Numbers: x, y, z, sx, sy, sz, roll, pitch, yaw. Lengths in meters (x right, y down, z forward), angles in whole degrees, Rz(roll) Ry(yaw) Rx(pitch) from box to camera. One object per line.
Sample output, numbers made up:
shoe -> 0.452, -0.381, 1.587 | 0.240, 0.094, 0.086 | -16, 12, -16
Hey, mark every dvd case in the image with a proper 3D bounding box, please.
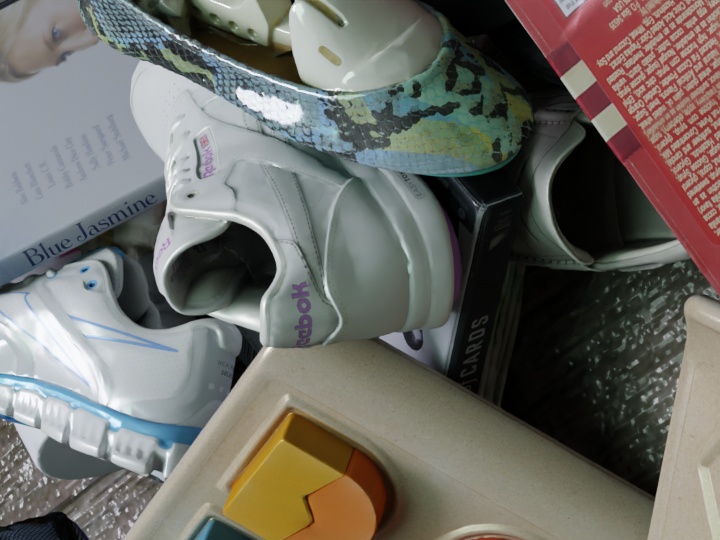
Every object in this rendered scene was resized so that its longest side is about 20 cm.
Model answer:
dvd case -> 0.000, 0.000, 1.124 | 0.150, 0.025, 0.200 | 51, 146, 35
dvd case -> -0.139, -0.065, 1.209 | 0.143, 0.200, 0.018 | 62, 180, 39

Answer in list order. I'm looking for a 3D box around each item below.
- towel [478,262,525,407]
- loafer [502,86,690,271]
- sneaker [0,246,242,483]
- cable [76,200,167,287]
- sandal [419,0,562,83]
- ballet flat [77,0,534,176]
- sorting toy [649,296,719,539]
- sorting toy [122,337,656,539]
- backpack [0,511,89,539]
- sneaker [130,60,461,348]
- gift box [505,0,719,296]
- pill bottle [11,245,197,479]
towel -> 0.010, 0.016, 1.188 | 0.152, 0.023, 0.200 | 25, 114, 46
loafer -> 0.086, -0.034, 1.041 | 0.200, 0.070, 0.070 | -5, 97, 45
sneaker -> -0.133, 0.027, 1.191 | 0.200, 0.075, 0.087 | 18, 85, 24
cable -> -0.081, -0.087, 1.237 | 0.097, 0.050, 0.200 | -9, 72, 23
sandal -> 0.083, -0.092, 1.044 | 0.200, 0.075, 0.048 | -4, 95, 59
ballet flat -> -0.029, -0.092, 1.030 | 0.200, 0.074, 0.074 | 20, 111, 26
sorting toy -> 0.175, 0.127, 0.994 | 0.185, 0.036, 0.200 | 27, 120, 45
sorting toy -> 0.005, 0.127, 1.114 | 0.185, 0.036, 0.200 | 30, 127, -7
backpack -> -0.133, 0.227, 1.288 | 0.191, 0.154, 0.200 | 48, 135, 45
sneaker -> -0.048, -0.034, 1.061 | 0.200, 0.100, 0.075 | 40, 140, 47
gift box -> 0.163, -0.131, 0.858 | 0.185, 0.187, 0.200 | -36, 83, 48
pill bottle -> -0.146, -0.011, 1.298 | 0.113, 0.113, 0.200 | -51, 58, 40
